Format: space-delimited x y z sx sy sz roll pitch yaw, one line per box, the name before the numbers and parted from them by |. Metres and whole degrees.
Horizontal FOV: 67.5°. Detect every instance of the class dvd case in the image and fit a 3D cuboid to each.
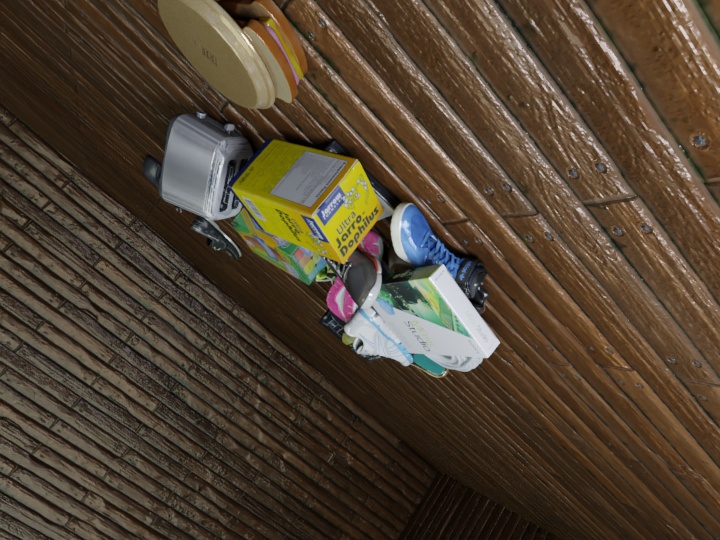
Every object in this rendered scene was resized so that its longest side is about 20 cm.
dvd case | -0.028 -0.128 0.869 0.143 0.018 0.200 41 163 -14

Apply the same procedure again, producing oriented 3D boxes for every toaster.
toaster | -0.281 -0.177 0.979 0.128 0.201 0.114 26 -158 18

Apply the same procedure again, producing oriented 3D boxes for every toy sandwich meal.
toy sandwich meal | -0.158 -0.284 0.657 0.205 0.070 0.205 38 166 11

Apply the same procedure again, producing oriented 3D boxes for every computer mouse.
computer mouse | -0.577 -0.250 1.586 0.140 0.046 0.200 39 163 -1

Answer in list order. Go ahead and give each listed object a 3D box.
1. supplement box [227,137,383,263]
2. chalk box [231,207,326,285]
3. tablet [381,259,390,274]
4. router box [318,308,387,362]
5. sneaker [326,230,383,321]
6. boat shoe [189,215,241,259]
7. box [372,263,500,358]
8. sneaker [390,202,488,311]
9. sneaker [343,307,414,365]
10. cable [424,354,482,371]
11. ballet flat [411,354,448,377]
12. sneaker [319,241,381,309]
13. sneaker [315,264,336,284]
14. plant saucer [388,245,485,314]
supplement box | -0.084 -0.109 0.812 0.199 0.109 0.110 23 157 38
chalk box | -0.120 -0.065 1.031 0.199 0.124 0.125 29 161 27
tablet | 0.017 0.008 1.120 0.130 0.014 0.200 50 159 -18
router box | -0.007 0.134 1.212 0.157 0.052 0.200 40 163 -2
sneaker | 0.000 0.000 1.007 0.081 0.088 0.201 38 133 16
boat shoe | -0.461 -0.097 1.720 0.072 0.068 0.200 16 155 45
box | 0.095 0.064 0.801 0.145 0.036 0.200 52 154 -13
sneaker | 0.124 -0.014 0.775 0.111 0.077 0.201 6 134 39
sneaker | 0.033 0.138 1.053 0.200 0.086 0.075 48 -176 -39
cable | 0.131 0.099 0.952 0.199 0.069 0.200 33 163 18
ballet flat | 0.129 0.207 1.343 0.199 0.069 0.063 32 176 20
sneaker | -0.031 -0.017 0.845 0.081 0.077 0.201 12 -147 -30
sneaker | -0.082 -0.020 1.128 0.199 0.076 0.076 11 136 58
plant saucer | 0.125 0.029 0.951 0.199 0.032 0.200 34 164 11
